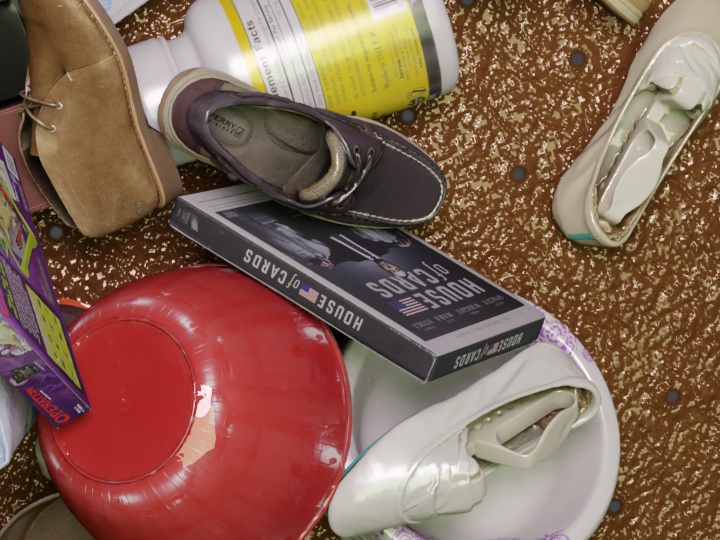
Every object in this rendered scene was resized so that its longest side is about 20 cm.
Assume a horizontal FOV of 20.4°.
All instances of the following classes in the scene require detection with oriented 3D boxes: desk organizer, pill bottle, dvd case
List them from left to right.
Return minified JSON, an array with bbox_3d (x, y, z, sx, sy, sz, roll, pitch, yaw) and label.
[{"bbox_3d":[-0.248,-0.129,1.262,0.077,0.072,0.201,-18,102,4],"label":"desk organizer"},{"bbox_3d":[-0.046,-0.136,1.283,0.199,0.111,0.112,-19,102,-6],"label":"pill bottle"},{"bbox_3d":[0.000,0.000,1.250,0.200,0.150,0.025,31,112,23],"label":"dvd case"}]

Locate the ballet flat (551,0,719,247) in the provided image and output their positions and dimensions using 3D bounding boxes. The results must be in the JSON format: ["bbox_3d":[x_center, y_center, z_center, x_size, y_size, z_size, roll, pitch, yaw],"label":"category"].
[{"bbox_3d":[0.203,-0.102,1.356,0.069,0.069,0.200,30,92,-13],"label":"ballet flat"}]

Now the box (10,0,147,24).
[{"bbox_3d":[-0.154,-0.251,1.259,0.200,0.041,0.156,-39,104,-18],"label":"box"}]

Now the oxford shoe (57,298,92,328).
[{"bbox_3d":[-0.224,0.053,1.300,0.199,0.073,0.071,9,97,-11],"label":"oxford shoe"}]

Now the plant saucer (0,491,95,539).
[{"bbox_3d":[-0.146,0.209,1.321,0.199,0.035,0.201,4,126,6],"label":"plant saucer"}]

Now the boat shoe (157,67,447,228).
[{"bbox_3d":[-0.028,-0.066,1.221,0.200,0.065,0.072,22,100,-29],"label":"boat shoe"}]

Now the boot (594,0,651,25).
[{"bbox_3d":[0.166,-0.278,1.317,0.155,0.073,0.200,-39,97,2],"label":"boot"}]

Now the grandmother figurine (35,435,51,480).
[{"bbox_3d":[-0.125,0.103,1.294,0.199,0.061,0.122,-15,99,26],"label":"grandmother figurine"}]

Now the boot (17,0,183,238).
[{"bbox_3d":[-0.176,-0.107,1.198,0.075,0.074,0.200,-33,122,-18],"label":"boot"}]

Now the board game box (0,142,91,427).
[{"bbox_3d":[-0.211,-0.019,1.135,0.032,0.200,0.120,-24,144,1],"label":"board game box"}]

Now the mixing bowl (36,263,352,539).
[{"bbox_3d":[-0.115,0.083,1.183,0.199,0.108,0.201,-5,77,21],"label":"mixing bowl"}]

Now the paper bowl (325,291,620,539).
[{"bbox_3d":[0.062,0.117,1.323,0.200,0.104,0.201,6,68,-15],"label":"paper bowl"}]

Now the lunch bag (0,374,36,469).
[{"bbox_3d":[-0.272,0.021,1.169,0.127,0.170,0.201,-15,99,0],"label":"lunch bag"}]

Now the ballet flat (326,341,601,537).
[{"bbox_3d":[0.070,0.109,1.227,0.200,0.069,0.070,-31,104,-29],"label":"ballet flat"}]
